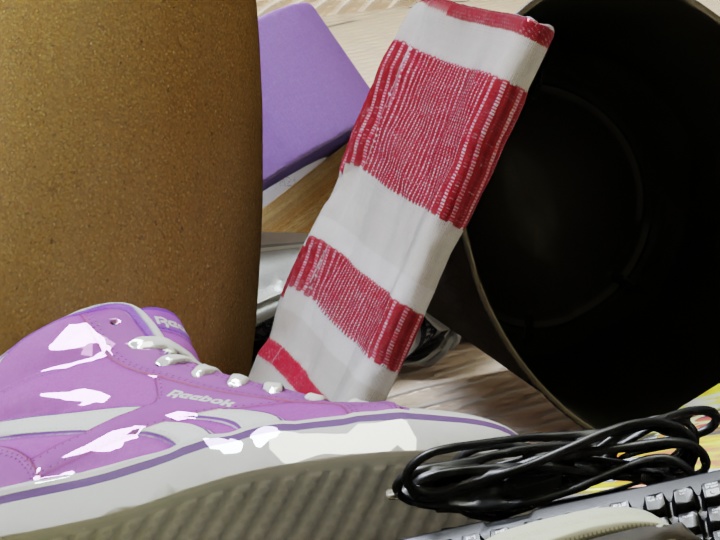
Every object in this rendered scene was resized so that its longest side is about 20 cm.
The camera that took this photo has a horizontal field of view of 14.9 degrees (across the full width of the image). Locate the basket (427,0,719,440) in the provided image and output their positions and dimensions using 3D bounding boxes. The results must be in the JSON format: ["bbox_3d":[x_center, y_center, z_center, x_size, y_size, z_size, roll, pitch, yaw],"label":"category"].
[{"bbox_3d":[0.079,-0.024,1.075,0.136,0.181,0.200,-27,9,-11],"label":"basket"}]

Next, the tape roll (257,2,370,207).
[{"bbox_3d":[-0.086,-0.038,1.246,0.200,0.066,0.200,-35,-2,-1],"label":"tape roll"}]

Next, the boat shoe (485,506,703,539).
[{"bbox_3d":[0.010,0.108,0.642,0.201,0.072,0.061,-18,23,-25],"label":"boat shoe"}]

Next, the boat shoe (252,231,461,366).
[{"bbox_3d":[0.008,0.014,1.195,0.200,0.072,0.069,0,34,-34],"label":"boat shoe"}]

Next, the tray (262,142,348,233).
[{"bbox_3d":[0.001,-0.035,1.268,0.200,0.037,0.099,-37,-5,27],"label":"tray"}]

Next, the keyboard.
[{"bbox_3d":[0.041,0.076,0.749,0.199,0.040,0.104,-12,32,4],"label":"keyboard"}]

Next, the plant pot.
[{"bbox_3d":[-0.113,-0.047,1.061,0.186,0.201,0.186,14,4,-1],"label":"plant pot"}]

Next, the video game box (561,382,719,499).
[{"bbox_3d":[0.185,0.057,0.849,0.200,0.047,0.182,-7,6,32],"label":"video game box"}]

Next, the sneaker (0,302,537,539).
[{"bbox_3d":[-0.041,0.047,0.861,0.200,0.073,0.114,-6,43,13],"label":"sneaker"}]

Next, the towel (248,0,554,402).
[{"bbox_3d":[0.000,0.000,0.946,0.023,0.200,0.144,24,3,-15],"label":"towel"}]
